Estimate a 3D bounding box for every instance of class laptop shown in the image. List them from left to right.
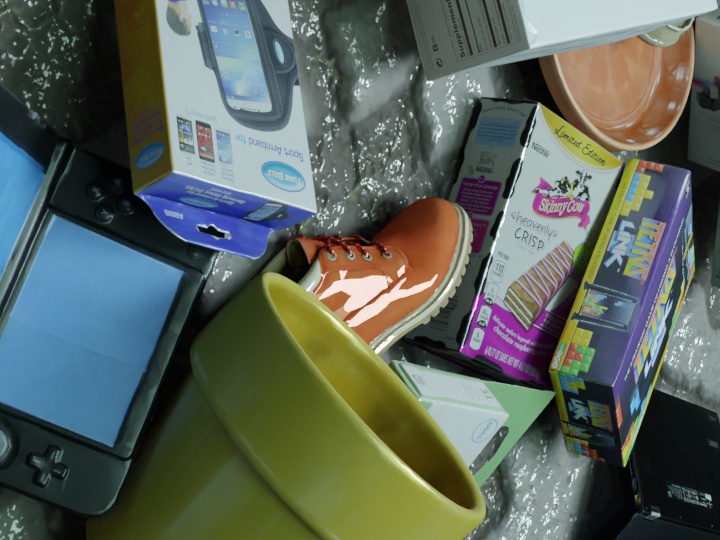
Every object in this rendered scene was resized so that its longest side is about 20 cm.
[{"bbox_3d":[0.257,0.224,1.437,0.187,0.116,0.201,22,54,-46],"label":"laptop"}]

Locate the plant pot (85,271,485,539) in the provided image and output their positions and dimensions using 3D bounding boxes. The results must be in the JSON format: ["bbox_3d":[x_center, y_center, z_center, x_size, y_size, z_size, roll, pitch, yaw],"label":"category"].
[{"bbox_3d":[-0.058,0.135,0.951,0.189,0.201,0.201,-43,133,7],"label":"plant pot"}]

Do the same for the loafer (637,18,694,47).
[{"bbox_3d":[0.226,-0.273,1.218,0.076,0.068,0.200,-32,109,-41],"label":"loafer"}]

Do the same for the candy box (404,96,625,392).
[{"bbox_3d":[0.124,-0.017,1.212,0.136,0.061,0.201,25,79,-46],"label":"candy box"}]

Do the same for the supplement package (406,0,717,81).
[{"bbox_3d":[0.134,-0.235,1.107,0.200,0.111,0.156,-17,94,-38],"label":"supplement package"}]

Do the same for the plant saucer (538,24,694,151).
[{"bbox_3d":[0.203,-0.196,1.260,0.200,0.032,0.201,4,84,-45],"label":"plant saucer"}]

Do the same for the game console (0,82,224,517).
[{"bbox_3d":[-0.176,0.021,0.860,0.172,0.119,0.200,24,80,-12],"label":"game console"}]

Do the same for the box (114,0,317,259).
[{"bbox_3d":[-0.087,-0.109,0.930,0.119,0.041,0.201,13,59,-47],"label":"box"}]

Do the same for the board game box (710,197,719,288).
[{"bbox_3d":[0.376,-0.087,1.361,0.148,0.064,0.200,-45,146,-29],"label":"board game box"}]

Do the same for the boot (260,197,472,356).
[{"bbox_3d":[0.000,0.000,1.084,0.200,0.075,0.107,-48,124,-27],"label":"boot"}]

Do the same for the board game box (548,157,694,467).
[{"bbox_3d":[0.219,0.036,1.272,0.165,0.057,0.200,68,42,-60],"label":"board game box"}]

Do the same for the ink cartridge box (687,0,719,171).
[{"bbox_3d":[0.347,-0.193,1.363,0.115,0.068,0.200,-44,145,-32],"label":"ink cartridge box"}]

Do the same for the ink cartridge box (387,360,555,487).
[{"bbox_3d":[0.056,0.143,1.140,0.200,0.048,0.146,16,118,-45],"label":"ink cartridge box"}]
